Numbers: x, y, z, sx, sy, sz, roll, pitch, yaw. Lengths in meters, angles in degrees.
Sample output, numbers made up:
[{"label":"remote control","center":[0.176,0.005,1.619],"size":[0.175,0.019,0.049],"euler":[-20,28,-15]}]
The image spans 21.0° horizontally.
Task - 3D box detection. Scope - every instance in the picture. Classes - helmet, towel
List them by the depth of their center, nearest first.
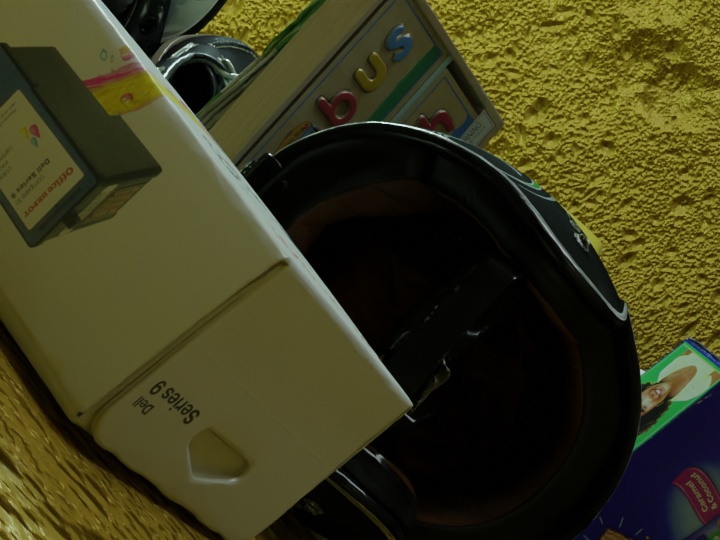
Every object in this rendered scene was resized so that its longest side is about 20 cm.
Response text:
[{"label":"helmet","center":[0.025,0.037,0.863],"size":[0.200,0.200,0.191],"euler":[51,-1,22]},{"label":"towel","center":[-0.062,-0.091,1.120],"size":[0.023,0.200,0.153],"euler":[46,1,2]}]

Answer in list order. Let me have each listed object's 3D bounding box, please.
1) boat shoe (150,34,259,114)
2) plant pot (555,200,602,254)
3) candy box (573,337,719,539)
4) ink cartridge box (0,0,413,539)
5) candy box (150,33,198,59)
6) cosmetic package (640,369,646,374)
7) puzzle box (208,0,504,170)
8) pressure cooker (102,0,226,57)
[{"label":"boat shoe","center":[-0.100,-0.097,1.143],"size":[0.200,0.062,0.073],"euler":[-32,117,-59]},{"label":"plant pot","center":[0.000,0.000,1.081],"size":[0.189,0.201,0.201],"euler":[41,0,3]},{"label":"candy box","center":[0.141,0.164,0.949],"size":[0.169,0.200,0.077],"euler":[52,-1,-13]},{"label":"ink cartridge box","center":[-0.084,-0.019,0.673],"size":[0.200,0.087,0.145],"euler":[53,1,29]},{"label":"candy box","center":[-0.149,-0.127,1.347],"size":[0.200,0.055,0.116],"euler":[25,-20,50]},{"label":"cosmetic package","center":[0.112,0.119,1.211],"size":[0.150,0.052,0.200],"euler":[26,39,-3]},{"label":"puzzle box","center":[-0.024,-0.040,0.935],"size":[0.025,0.200,0.133],"euler":[36,-8,39]},{"label":"pressure cooker","center":[-0.167,-0.222,1.219],"size":[0.200,0.179,0.176],"euler":[28,-24,52]}]
